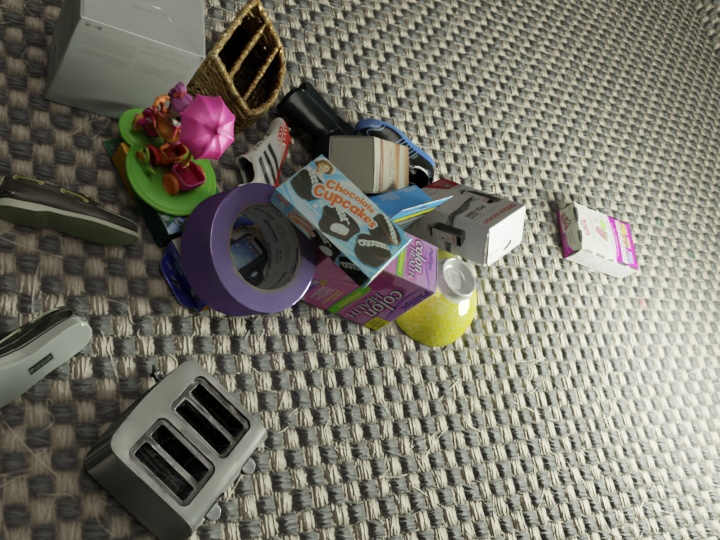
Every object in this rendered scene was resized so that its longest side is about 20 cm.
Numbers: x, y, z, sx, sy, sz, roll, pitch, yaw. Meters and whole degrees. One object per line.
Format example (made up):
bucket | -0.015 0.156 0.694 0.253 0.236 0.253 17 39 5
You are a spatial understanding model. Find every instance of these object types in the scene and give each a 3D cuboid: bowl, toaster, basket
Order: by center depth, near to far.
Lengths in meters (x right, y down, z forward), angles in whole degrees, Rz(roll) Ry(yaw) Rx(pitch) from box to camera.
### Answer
toaster | -0.248 0.237 1.042 0.200 0.119 0.181 46 46 -6
basket | -0.203 -0.359 1.395 0.143 0.149 0.200 36 48 -15
bowl | 0.154 0.033 1.466 0.200 0.108 0.201 18 55 -28

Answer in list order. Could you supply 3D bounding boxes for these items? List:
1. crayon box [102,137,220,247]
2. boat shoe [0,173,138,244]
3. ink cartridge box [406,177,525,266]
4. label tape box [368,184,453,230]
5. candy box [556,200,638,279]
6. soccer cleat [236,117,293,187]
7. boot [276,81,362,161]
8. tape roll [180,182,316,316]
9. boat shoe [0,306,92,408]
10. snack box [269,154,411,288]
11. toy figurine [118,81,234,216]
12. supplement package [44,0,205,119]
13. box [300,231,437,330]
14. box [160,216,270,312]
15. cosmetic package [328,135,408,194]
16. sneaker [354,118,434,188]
crayon box | -0.313 -0.149 1.259 0.126 0.052 0.200 -24 80 -43
boat shoe | -0.420 -0.089 1.130 0.201 0.072 0.061 15 61 -27
ink cartridge box | 0.201 -0.100 1.519 0.200 0.083 0.147 23 36 32
label tape box | 0.048 -0.101 1.399 0.144 0.200 0.063 -20 79 -42
candy box | 0.573 -0.072 1.871 0.200 0.061 0.137 18 56 -29
soccer cleat | -0.175 -0.202 1.383 0.085 0.069 0.200 25 57 -29
boot | -0.094 -0.255 1.465 0.168 0.076 0.200 41 46 -12
tape roll | -0.171 -0.031 1.203 0.200 0.085 0.201 8 79 -44
boat shoe | -0.449 0.116 1.003 0.064 0.071 0.200 33 50 27
snack box | -0.029 -0.078 1.201 0.200 0.037 0.116 43 52 4
toy figurine | -0.266 -0.211 1.168 0.150 0.184 0.200 -28 83 -43
supplement package | -0.375 -0.359 1.231 0.191 0.200 0.147 12 58 -32
box | 0.000 0.000 1.323 0.200 0.176 0.097 23 53 -26
box | -0.222 -0.014 1.258 0.200 0.041 0.119 -25 82 -45
cosmetic package | 0.020 -0.189 1.428 0.200 0.087 0.104 -13 105 -68
sneaker | 0.072 -0.233 1.582 0.200 0.070 0.078 28 45 -23
